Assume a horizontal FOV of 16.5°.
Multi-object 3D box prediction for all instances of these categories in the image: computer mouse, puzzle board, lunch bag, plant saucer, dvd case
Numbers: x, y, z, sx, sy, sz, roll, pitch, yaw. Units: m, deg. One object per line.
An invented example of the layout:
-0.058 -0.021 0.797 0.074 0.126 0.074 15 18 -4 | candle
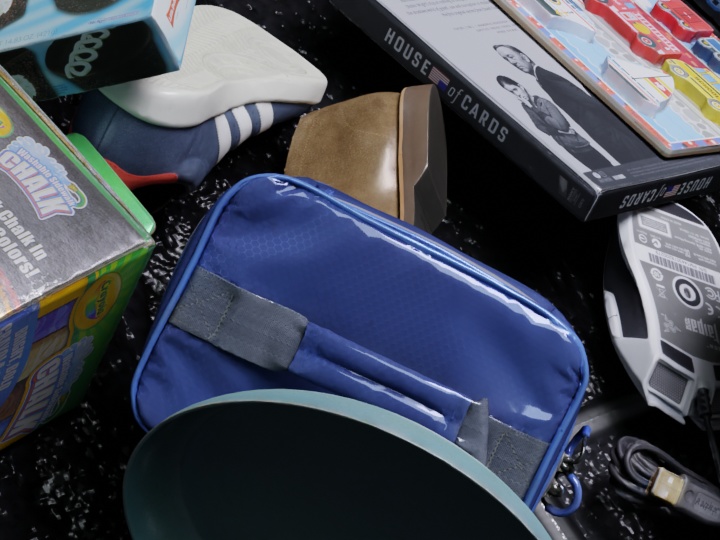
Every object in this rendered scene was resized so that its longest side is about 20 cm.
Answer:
0.159 0.050 1.245 0.109 0.044 0.201 19 46 -26 | computer mouse
0.146 -0.133 1.362 0.150 0.017 0.200 -8 45 -49 | puzzle board
0.007 0.050 1.066 0.199 0.137 0.132 26 4 3 | lunch bag
-0.001 0.115 1.000 0.199 0.200 0.027 30 50 -1 | plant saucer
0.091 -0.103 1.308 0.200 0.025 0.150 43 31 25 | dvd case

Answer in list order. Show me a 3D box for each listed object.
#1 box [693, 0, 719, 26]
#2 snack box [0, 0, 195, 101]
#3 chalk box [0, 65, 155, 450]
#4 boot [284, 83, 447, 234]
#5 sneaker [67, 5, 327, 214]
0.248 -0.228 1.521 0.200 0.050 0.198 46 48 13 | box
-0.169 -0.124 1.146 0.199 0.037 0.117 -11 45 19 | snack box
-0.179 0.003 1.060 0.199 0.124 0.125 -28 68 -41 | chalk box
0.000 0.000 1.207 0.075 0.074 0.201 -4 55 10 | boot
-0.086 -0.074 1.214 0.075 0.085 0.200 36 21 17 | sneaker
